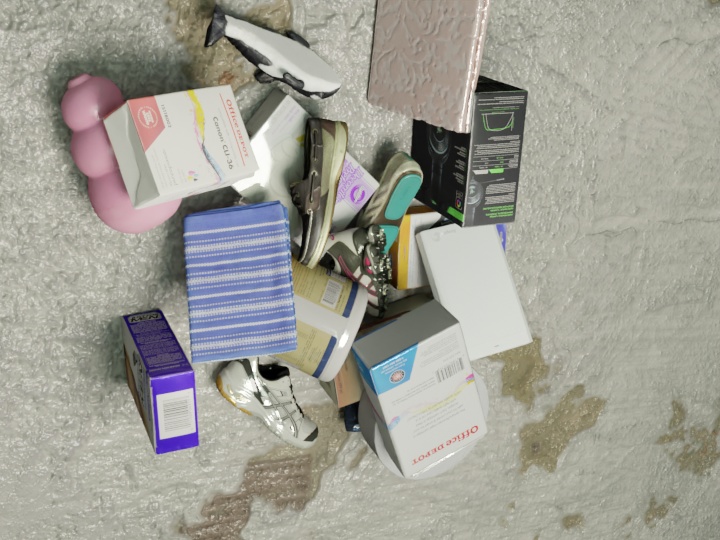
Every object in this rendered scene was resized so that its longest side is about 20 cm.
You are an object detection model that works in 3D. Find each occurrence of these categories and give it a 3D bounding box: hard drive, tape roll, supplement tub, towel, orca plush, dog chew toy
[{"bbox_3d":[0.171,0.027,1.437,0.129,0.026,0.204,-13,80,-22],"label":"hard drive"},{"bbox_3d":[0.097,0.215,1.459,0.196,0.066,0.204,-11,116,-22],"label":"tape roll"},{"bbox_3d":[-0.102,0.051,1.326,0.197,0.145,0.147,25,98,-5],"label":"supplement tub"},{"bbox_3d":[-0.158,0.013,1.242,0.141,0.024,0.204,-7,74,1],"label":"towel"},{"bbox_3d":[-0.124,-0.268,1.268,0.197,0.107,0.071,10,140,-39],"label":"orca plush"},{"bbox_3d":[0.090,-0.300,1.286,0.032,0.199,0.195,-11,117,-39],"label":"towel"},{"bbox_3d":[-0.306,-0.150,1.200,0.123,0.124,0.203,-31,111,-12],"label":"dog chew toy"}]

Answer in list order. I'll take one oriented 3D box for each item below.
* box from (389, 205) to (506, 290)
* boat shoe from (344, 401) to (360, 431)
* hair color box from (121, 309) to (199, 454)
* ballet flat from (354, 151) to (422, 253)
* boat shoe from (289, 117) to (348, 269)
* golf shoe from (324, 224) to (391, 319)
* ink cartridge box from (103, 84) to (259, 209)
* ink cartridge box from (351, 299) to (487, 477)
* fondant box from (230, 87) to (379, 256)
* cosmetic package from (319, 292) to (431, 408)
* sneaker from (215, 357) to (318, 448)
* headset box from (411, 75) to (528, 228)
[{"bbox_3d":[0.139,-0.043,1.497,0.196,0.041,0.122,-8,112,-26],"label":"box"},{"bbox_3d":[0.061,0.245,1.550,0.196,0.084,0.070,12,87,-14],"label":"boat shoe"},{"bbox_3d":[-0.270,0.144,1.275,0.063,0.200,0.112,-7,113,-20],"label":"hair color box"},{"bbox_3d":[0.033,-0.087,1.413,0.066,0.063,0.202,7,129,-36],"label":"ballet flat"},{"bbox_3d":[-0.065,-0.106,1.286,0.063,0.073,0.205,12,83,-13],"label":"boat shoe"},{"bbox_3d":[0.000,0.000,1.397,0.086,0.078,0.202,1,145,10],"label":"golf shoe"},{"bbox_3d":[-0.203,-0.159,1.178,0.198,0.067,0.119,-22,93,-46],"label":"ink cartridge box"},{"bbox_3d":[0.085,0.168,1.344,0.142,0.085,0.203,-25,119,-13],"label":"ink cartridge box"},{"bbox_3d":[-0.088,-0.133,1.343,0.199,0.058,0.145,41,88,-32],"label":"fondant box"},{"bbox_3d":[0.033,0.122,1.478,0.197,0.087,0.105,-19,117,-18],"label":"cosmetic package"},{"bbox_3d":[-0.122,0.193,1.438,0.199,0.076,0.088,40,90,-32],"label":"sneaker"},{"bbox_3d":[0.149,-0.172,1.375,0.091,0.174,0.204,-7,113,-23],"label":"headset box"}]
